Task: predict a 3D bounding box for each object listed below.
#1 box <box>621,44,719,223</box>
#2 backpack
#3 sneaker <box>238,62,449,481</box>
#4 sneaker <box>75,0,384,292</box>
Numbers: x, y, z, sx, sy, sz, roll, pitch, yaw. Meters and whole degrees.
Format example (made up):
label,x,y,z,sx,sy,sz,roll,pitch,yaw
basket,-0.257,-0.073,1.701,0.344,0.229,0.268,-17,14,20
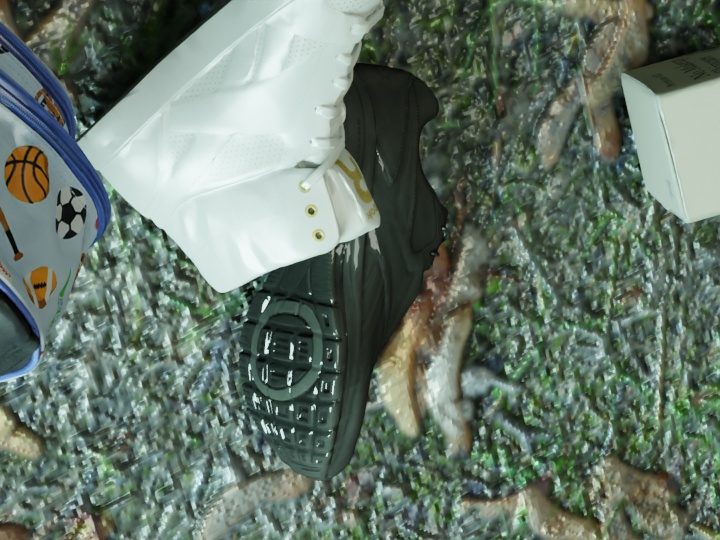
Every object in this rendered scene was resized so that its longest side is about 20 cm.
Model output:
label,x,y,z,sx,sy,sz,roll,pitch,yaw
box,0.237,-0.089,1.226,0.199,0.082,0.069,-16,104,-5
backpack,-0.189,-0.028,0.948,0.200,0.190,0.155,37,66,-34
sneaker,0.000,0.000,1.150,0.090,0.076,0.201,-4,108,-40
sneaker,-0.016,-0.075,1.055,0.200,0.074,0.116,-39,97,26
